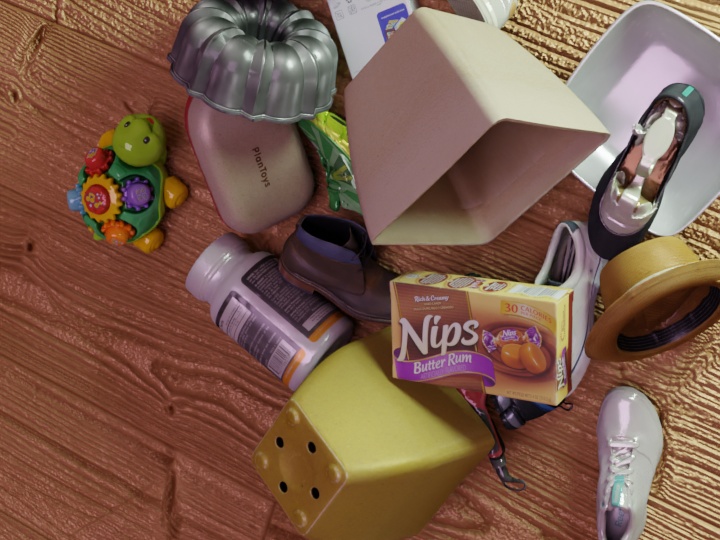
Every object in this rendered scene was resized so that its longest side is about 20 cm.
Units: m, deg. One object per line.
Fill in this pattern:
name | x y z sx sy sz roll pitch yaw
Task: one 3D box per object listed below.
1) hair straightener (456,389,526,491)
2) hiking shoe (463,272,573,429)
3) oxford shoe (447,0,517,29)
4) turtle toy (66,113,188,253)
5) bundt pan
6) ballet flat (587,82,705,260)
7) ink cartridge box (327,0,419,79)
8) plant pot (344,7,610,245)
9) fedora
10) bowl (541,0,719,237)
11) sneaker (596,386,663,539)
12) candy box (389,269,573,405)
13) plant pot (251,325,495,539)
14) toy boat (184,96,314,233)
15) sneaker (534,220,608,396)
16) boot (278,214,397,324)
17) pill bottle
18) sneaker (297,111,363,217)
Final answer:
hair straightener | 0.150 0.171 1.293 0.041 0.077 0.201 -26 76 2
hiking shoe | 0.175 0.085 1.261 0.086 0.074 0.201 -21 108 8
oxford shoe | 0.110 -0.350 1.203 0.058 0.075 0.201 -28 79 -15
turtle toy | -0.307 -0.117 1.404 0.146 0.101 0.200 38 113 11
bundt pan | -0.117 -0.254 1.231 0.201 0.202 0.076 30 129 14
ballet flat | 0.283 -0.097 1.094 0.073 0.073 0.201 30 112 14
ink cartridge box | 0.037 -0.244 1.264 0.099 0.039 0.201 -15 94 25
plant pot | 0.099 -0.156 1.122 0.200 0.199 0.178 -42 63 36
fedora | 0.311 0.022 1.143 0.200 0.200 0.082 -35 58 25
bowl | 0.318 -0.163 1.142 0.200 0.075 0.200 41 115 10
sneaker | 0.300 0.236 1.231 0.075 0.088 0.201 4 103 24
candy box | 0.130 0.070 1.179 0.199 0.056 0.117 7 108 29
plant pot | -0.008 0.207 1.255 0.194 0.199 0.196 51 127 25
toy boat | -0.146 -0.153 1.324 0.131 0.130 0.201 39 151 57
sneaker | 0.218 0.040 1.191 0.073 0.071 0.201 9 88 56
boot | 0.000 0.000 1.283 0.199 0.075 0.097 18 144 1
pill bottle | -0.116 0.049 1.352 0.200 0.116 0.117 40 114 11
sneaker | -0.019 -0.115 1.297 0.083 0.074 0.200 -40 85 21
